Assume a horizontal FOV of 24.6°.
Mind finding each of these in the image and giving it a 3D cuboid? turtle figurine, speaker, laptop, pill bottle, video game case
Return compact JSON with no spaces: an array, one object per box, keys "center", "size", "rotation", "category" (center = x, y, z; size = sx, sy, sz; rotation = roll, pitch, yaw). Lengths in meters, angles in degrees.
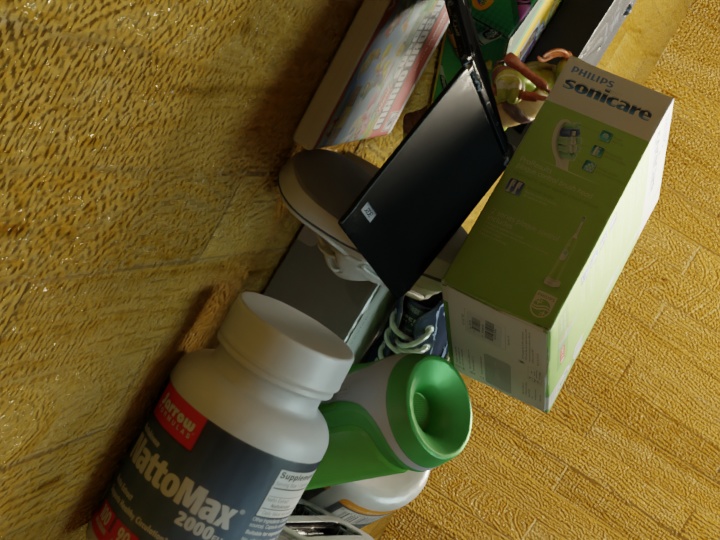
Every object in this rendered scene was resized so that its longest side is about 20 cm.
[{"center":[0.112,-0.131,1.271],"size":[0.161,0.065,0.199],"rotation":[-24,164,29],"category":"turtle figurine"},{"center":[-0.018,0.114,1.198],"size":[0.199,0.089,0.088],"rotation":[-16,-158,40],"category":"speaker"},{"center":[0.031,-0.109,1.049],"size":[0.103,0.201,0.177],"rotation":[-16,162,7],"category":"laptop"},{"center":[-0.037,0.176,1.413],"size":[0.200,0.116,0.116],"rotation":[-35,-169,48],"category":"pill bottle"},{"center":[0.021,-0.154,1.143],"size":[0.144,0.017,0.200],"rotation":[-61,170,15],"category":"video game case"},{"center":[-0.091,0.122,1.116],"size":[0.201,0.119,0.120],"rotation":[-61,170,9],"category":"pill bottle"}]

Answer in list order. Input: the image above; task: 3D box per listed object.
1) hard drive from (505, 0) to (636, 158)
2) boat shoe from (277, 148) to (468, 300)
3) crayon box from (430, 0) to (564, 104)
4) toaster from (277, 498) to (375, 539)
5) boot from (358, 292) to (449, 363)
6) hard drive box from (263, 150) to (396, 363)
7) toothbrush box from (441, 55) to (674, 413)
[{"center":[0.177,-0.181,1.416],"size":[0.201,0.042,0.135],"rotation":[-58,170,-4],"category":"hard drive"},{"center":[0.004,-0.020,1.147],"size":[0.065,0.074,0.199],"rotation":[-35,139,26],"category":"boat shoe"},{"center":[0.117,-0.195,1.370],"size":[0.119,0.058,0.200],"rotation":[-55,169,-21],"category":"crayon box"},{"center":[-0.068,0.249,1.266],"size":[0.200,0.113,0.130],"rotation":[16,97,-61],"category":"toaster"},{"center":[0.032,0.062,1.284],"size":[0.201,0.072,0.090],"rotation":[-63,163,-14],"category":"boot"},{"center":[0.000,0.000,1.321],"size":[0.157,0.077,0.200],"rotation":[-59,170,2],"category":"hard drive box"},{"center":[0.140,-0.023,1.170],"size":[0.201,0.086,0.146],"rotation":[-58,162,-20],"category":"toothbrush box"}]
